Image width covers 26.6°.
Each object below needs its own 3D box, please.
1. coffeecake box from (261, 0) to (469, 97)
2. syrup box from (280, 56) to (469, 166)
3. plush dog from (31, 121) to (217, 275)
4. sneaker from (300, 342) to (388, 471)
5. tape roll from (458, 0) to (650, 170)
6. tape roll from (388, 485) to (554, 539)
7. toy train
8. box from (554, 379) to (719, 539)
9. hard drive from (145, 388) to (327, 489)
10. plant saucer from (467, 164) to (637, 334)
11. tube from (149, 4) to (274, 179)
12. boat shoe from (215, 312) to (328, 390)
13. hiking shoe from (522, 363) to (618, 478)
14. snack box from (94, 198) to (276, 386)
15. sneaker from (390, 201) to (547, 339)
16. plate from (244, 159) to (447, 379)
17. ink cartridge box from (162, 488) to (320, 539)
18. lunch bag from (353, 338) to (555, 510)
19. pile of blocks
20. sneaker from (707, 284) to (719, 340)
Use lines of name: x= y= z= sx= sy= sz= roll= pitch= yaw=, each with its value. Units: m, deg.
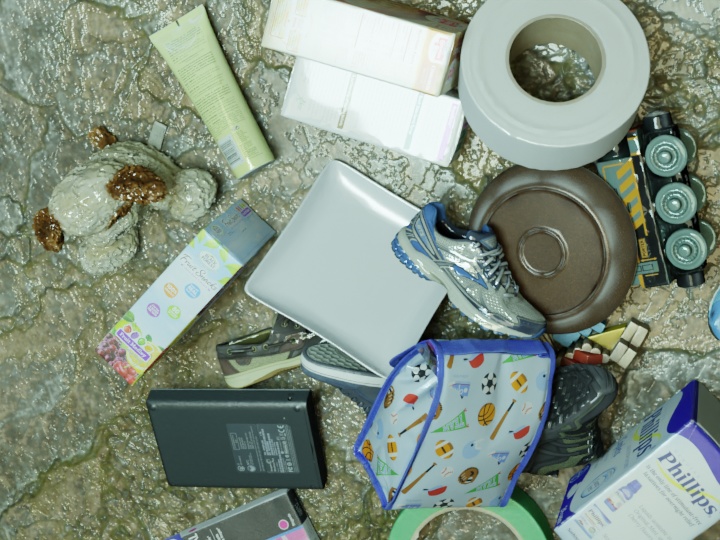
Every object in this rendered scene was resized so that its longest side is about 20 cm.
coffeecake box: x=0.012 y=-0.257 z=1.660 sx=0.200 sy=0.154 sz=0.073 roll=17 pitch=105 yaw=8
syrup box: x=0.022 y=-0.185 z=1.712 sx=0.200 sy=0.079 sz=0.082 roll=19 pitch=105 yaw=8
plush dog: x=-0.289 y=-0.090 z=1.752 sx=0.200 sy=0.172 sz=0.161 roll=-29 pitch=94 yaw=17
sneaker: x=0.006 y=0.168 z=1.760 sx=0.202 sy=0.077 sz=0.146 roll=15 pitch=111 yaw=-24
tape roll: x=0.205 y=-0.212 z=1.623 sx=0.202 sy=0.071 sz=0.203 roll=0 pitch=72 yaw=2
tape roll: x=0.132 y=0.343 z=1.818 sx=0.200 sy=0.048 sz=0.201 roll=3 pitch=103 yaw=11
toy train: x=0.320 y=-0.072 z=1.672 sx=0.114 sy=0.085 sz=0.200 roll=-10 pitch=99 yaw=24
box: x=0.327 y=0.236 z=1.681 sx=0.200 sy=0.184 sz=0.105 roll=-41 pitch=89 yaw=17
hard drive: x=-0.149 y=0.204 z=1.833 sx=0.200 sy=0.033 sz=0.140 roll=-1 pitch=125 yaw=12
plant saucer: x=0.206 y=-0.022 z=1.686 sx=0.200 sy=0.032 sz=0.200 roll=7 pitch=107 yaw=25
tube: x=-0.167 y=-0.204 z=1.770 sx=0.058 sy=0.052 sz=0.200 roll=-30 pitch=91 yaw=-25
boat shoe: x=-0.084 y=0.079 z=1.796 sx=0.200 sy=0.073 sz=0.065 roll=-26 pitch=100 yaw=16
hiking shoe: x=0.241 y=0.171 z=1.720 sx=0.101 sy=0.076 sz=0.200 roll=16 pitch=141 yaw=-24
snack box: x=-0.200 y=0.022 z=1.759 sx=0.068 sy=0.169 sz=0.200 roll=44 pitch=106 yaw=-3
sneaker: x=0.128 y=-0.002 z=1.671 sx=0.200 sy=0.077 sz=0.085 roll=37 pitch=112 yaw=14
plate: x=0.000 y=0.000 z=1.738 sx=0.199 sy=0.032 sz=0.200 roll=31 pitch=70 yaw=5
ink cartridge box: x=-0.152 y=0.347 z=1.889 sx=0.200 sy=0.037 sz=0.095 roll=-25 pitch=95 yaw=18
lunch bag: x=0.109 y=0.155 z=1.674 sx=0.170 sy=0.124 sz=0.200 roll=1 pitch=127 yaw=-32
pile of blocks: x=0.229 y=0.094 z=1.735 sx=0.200 sy=0.062 sz=0.082 roll=-22 pitch=97 yaw=16
sneaker: x=0.466 y=0.016 z=1.651 sx=0.200 sy=0.090 sz=0.078 roll=-33 pitch=93 yaw=18
